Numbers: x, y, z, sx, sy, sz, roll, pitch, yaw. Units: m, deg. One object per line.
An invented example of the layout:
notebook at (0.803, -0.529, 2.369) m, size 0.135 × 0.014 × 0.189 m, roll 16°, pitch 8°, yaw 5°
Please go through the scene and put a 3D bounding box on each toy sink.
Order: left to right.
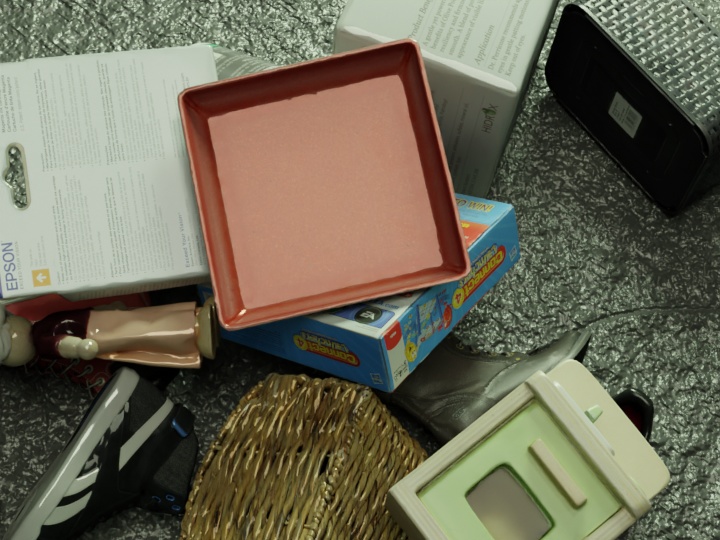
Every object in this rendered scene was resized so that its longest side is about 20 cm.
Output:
toy sink at (0.135, 0.161, 0.978) m, size 0.199 × 0.112 × 0.131 m, roll -36°, pitch 77°, yaw -11°

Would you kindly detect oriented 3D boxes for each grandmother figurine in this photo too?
grandmother figurine at (-0.216, 0.053, 1.040) m, size 0.198 × 0.121 × 0.061 m, roll -3°, pitch 92°, yaw 1°

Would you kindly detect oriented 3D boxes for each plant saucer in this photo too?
plant saucer at (-0.030, -0.066, 1.027) m, size 0.199 × 0.037 × 0.201 m, roll -12°, pitch 78°, yaw 0°

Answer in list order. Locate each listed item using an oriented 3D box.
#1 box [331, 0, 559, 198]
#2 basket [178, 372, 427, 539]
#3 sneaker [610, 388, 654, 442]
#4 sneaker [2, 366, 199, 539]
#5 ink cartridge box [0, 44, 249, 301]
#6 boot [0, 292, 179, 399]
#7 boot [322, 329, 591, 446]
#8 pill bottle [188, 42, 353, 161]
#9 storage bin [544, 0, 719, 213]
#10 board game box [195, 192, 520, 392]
box at (0.080, -0.210, 1.202) m, size 0.170 × 0.200 × 0.200 m, roll 21°, pitch 63°, yaw 5°
basket at (-0.046, 0.204, 1.054) m, size 0.142 × 0.149 × 0.201 m, roll 2°, pitch 57°, yaw 34°
sneaker at (0.179, 0.172, 1.074) m, size 0.076 × 0.084 × 0.200 m, roll 31°, pitch 64°, yaw 13°
sneaker at (-0.202, 0.189, 1.046) m, size 0.112 × 0.073 × 0.201 m, roll 35°, pitch 83°, yaw -14°
ink cartridge box at (-0.203, -0.079, 1.052) m, size 0.198 × 0.043 × 0.198 m, roll -7°, pitch 78°, yaw -13°
boot at (-0.261, 0.080, 1.101) m, size 0.199 × 0.073 × 0.145 m, roll -20°, pitch 67°, yaw -18°
boot at (0.087, 0.072, 1.131) m, size 0.174 × 0.070 × 0.200 m, roll 36°, pitch 52°, yaw 26°
pill bottle at (-0.077, -0.123, 1.141) m, size 0.199 × 0.113 × 0.113 m, roll 23°, pitch 61°, yaw 29°
storage bin at (0.279, -0.172, 1.231) m, size 0.093 × 0.135 × 0.200 m, roll -31°, pitch 69°, yaw -19°
board game box at (0.000, 0.000, 1.095) m, size 0.199 × 0.056 × 0.196 m, roll 15°, pitch 42°, yaw 36°
